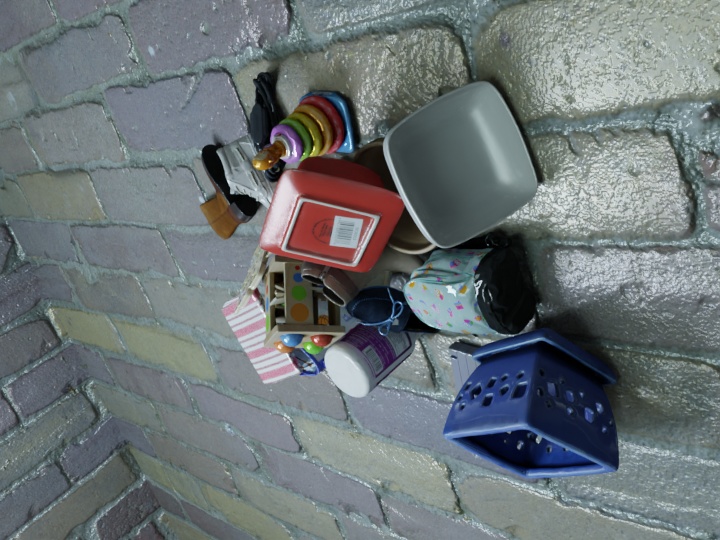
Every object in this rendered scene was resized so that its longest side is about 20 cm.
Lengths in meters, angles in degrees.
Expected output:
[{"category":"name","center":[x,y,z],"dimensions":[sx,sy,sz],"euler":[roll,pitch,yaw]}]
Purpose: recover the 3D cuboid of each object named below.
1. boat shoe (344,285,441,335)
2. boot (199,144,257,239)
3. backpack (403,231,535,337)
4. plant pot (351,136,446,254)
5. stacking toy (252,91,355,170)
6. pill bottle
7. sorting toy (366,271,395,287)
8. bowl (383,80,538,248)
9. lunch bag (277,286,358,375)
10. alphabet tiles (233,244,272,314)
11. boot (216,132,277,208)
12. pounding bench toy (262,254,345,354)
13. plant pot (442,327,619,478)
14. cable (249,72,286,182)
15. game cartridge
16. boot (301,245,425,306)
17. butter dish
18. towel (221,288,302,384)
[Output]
[{"category":"boat shoe","center":[0.069,0.074,1.331],"dimensions":[0.069,0.199,0.084],"euler":[58,134,44]},{"category":"boot","center":[-0.321,-0.175,1.679],"dimensions":[0.188,0.068,0.200],"euler":[51,152,-9]},{"category":"backpack","center":[0.172,0.029,1.231],"dimensions":[0.200,0.127,0.167],"euler":[7,127,48]},{"category":"plant pot","center":[0.084,-0.135,1.222],"dimensions":[0.201,0.093,0.201],"euler":[29,136,31]},{"category":"stacking toy","center":[-0.113,-0.224,1.273],"dimensions":[0.116,0.200,0.110],"euler":[14,129,39]},{"category":"pill bottle","center":[0.034,0.141,1.408],"dimensions":[0.112,0.200,0.113],"euler":[28,136,30]},{"category":"sorting toy","center":[-0.031,-0.012,1.451],"dimensions":[0.200,0.107,0.180],"euler":[54,151,-1]},{"category":"bowl","center":[0.138,-0.154,1.083],"dimensions":[0.200,0.199,0.075],"euler":[63,168,-13]},{"category":"lunch bag","center":[-0.101,0.128,1.571],"dimensions":[0.200,0.170,0.124],"euler":[24,137,35]},{"category":"alphabet tiles","center":[-0.196,-0.015,1.427],"dimensions":[0.015,0.200,0.196],"euler":[26,120,-14]},{"category":"boot","center":[-0.218,-0.171,1.506],"dimensions":[0.074,0.095,0.201],"euler":[-147,33,-79]},{"category":"pounding bench toy","center":[-0.117,0.079,1.372],"dimensions":[0.200,0.124,0.157],"euler":[135,134,-64]},{"category":"plant pot","center":[0.279,0.209,1.179],"dimensions":[0.200,0.180,0.200],"euler":[30,151,-23]},{"category":"cable","center":[-0.163,-0.268,1.363],"dimensions":[0.163,0.051,0.201],"euler":[62,-159,-74]},{"category":"game cartridge","center":[0.240,0.235,1.402],"dimensions":[0.129,0.038,0.201],"euler":[11,126,38]},{"category":"boot","center":[0.000,0.000,1.286],"dimensions":[0.200,0.146,0.070],"euler":[27,151,4]},{"category":"butter dish","center":[-0.046,-0.113,1.197],"dimensions":[0.199,0.148,0.200],"euler":[13,139,-12]},{"category":"towel","center":[-0.202,0.138,1.534],"dimensions":[0.146,0.030,0.200],"euler":[-23,97,51]}]
